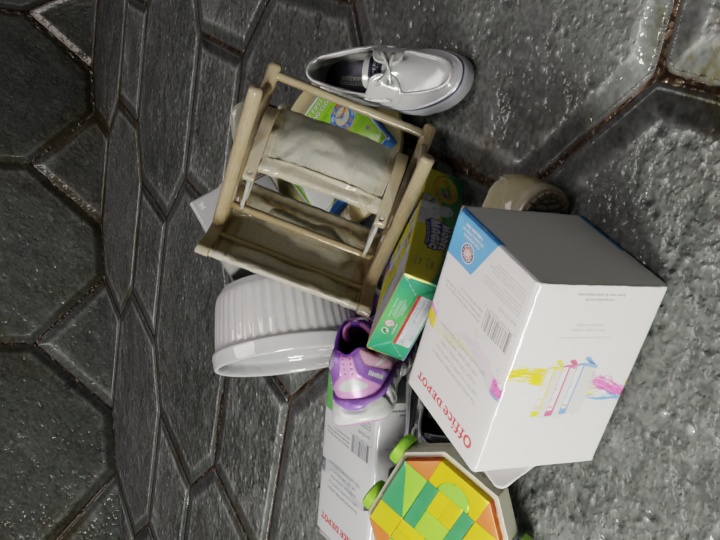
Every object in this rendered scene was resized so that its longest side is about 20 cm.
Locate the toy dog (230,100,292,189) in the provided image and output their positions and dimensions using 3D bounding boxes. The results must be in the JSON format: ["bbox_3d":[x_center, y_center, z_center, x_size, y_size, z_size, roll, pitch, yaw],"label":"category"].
[{"bbox_3d":[-0.090,-0.141,1.204,0.200,0.139,0.195,33,114,56],"label":"toy dog"}]

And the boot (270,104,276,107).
[{"bbox_3d":[-0.160,-0.146,1.412,0.211,0.079,0.158,107,159,-51],"label":"boot"}]

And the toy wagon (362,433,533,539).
[{"bbox_3d":[0.070,0.262,0.860,0.155,0.040,0.200,38,121,19],"label":"toy wagon"}]

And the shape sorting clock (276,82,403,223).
[{"bbox_3d":[-0.028,-0.145,1.061,0.199,0.039,0.201,-3,85,37],"label":"shape sorting clock"}]

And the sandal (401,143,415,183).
[{"bbox_3d":[0.029,-0.138,1.068,0.200,0.048,0.076,40,121,42],"label":"sandal"}]

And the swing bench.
[{"bbox_3d":[-0.046,-0.085,0.943,0.130,0.198,0.201,-77,9,-65],"label":"swing bench"}]

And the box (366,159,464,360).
[{"bbox_3d":[0.061,-0.017,0.916,0.200,0.048,0.118,-76,8,-46],"label":"box"}]

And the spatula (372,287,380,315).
[{"bbox_3d":[0.000,0.000,1.106,0.201,0.020,0.057,62,147,13],"label":"spatula"}]

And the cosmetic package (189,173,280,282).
[{"bbox_3d":[-0.140,-0.044,1.139,0.090,0.107,0.200,58,173,15],"label":"cosmetic package"}]

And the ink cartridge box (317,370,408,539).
[{"bbox_3d":[0.018,0.229,1.024,0.146,0.084,0.201,-159,72,-63],"label":"ink cartridge box"}]

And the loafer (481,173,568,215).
[{"bbox_3d":[0.126,-0.006,0.827,0.200,0.075,0.068,-63,34,27],"label":"loafer"}]

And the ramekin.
[{"bbox_3d":[-0.095,0.068,1.131,0.200,0.199,0.106,-34,60,60],"label":"ramekin"}]

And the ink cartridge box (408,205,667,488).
[{"bbox_3d":[0.136,0.066,0.734,0.129,0.125,0.201,-126,44,-52],"label":"ink cartridge box"}]

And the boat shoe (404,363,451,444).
[{"bbox_3d":[0.083,0.184,0.903,0.068,0.073,0.200,137,140,-75],"label":"boat shoe"}]

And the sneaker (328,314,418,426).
[{"bbox_3d":[0.010,0.084,0.962,0.200,0.080,0.089,-62,-43,-66],"label":"sneaker"}]

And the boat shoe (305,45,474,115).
[{"bbox_3d":[0.026,-0.211,0.962,0.199,0.065,0.074,3,85,36],"label":"boat shoe"}]
